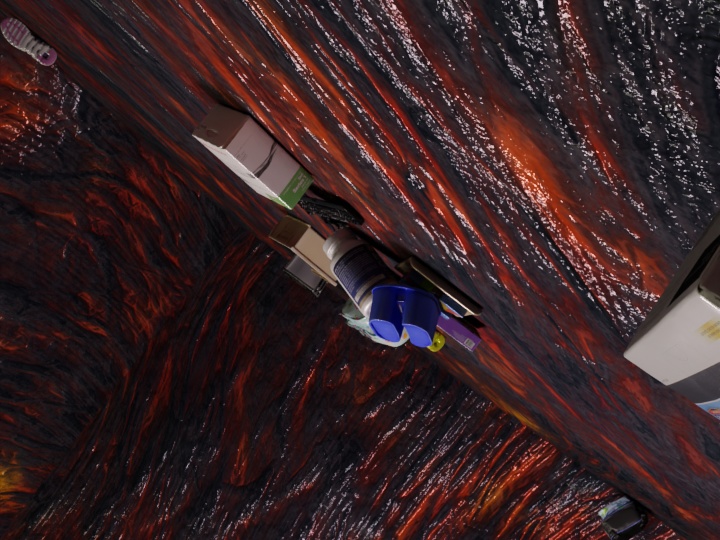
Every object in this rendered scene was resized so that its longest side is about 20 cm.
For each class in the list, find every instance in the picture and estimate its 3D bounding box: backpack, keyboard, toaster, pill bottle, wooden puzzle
[{"bbox_3d":[1.107,1.040,3.077,0.200,0.183,0.147,39,-162,-50],"label":"backpack"},{"bbox_3d":[-0.071,-0.115,1.547,0.104,0.040,0.200,33,172,-41],"label":"keyboard"},{"bbox_3d":[-0.240,0.013,3.213,0.200,0.119,0.181,35,173,10],"label":"toaster"},{"bbox_3d":[0.061,0.100,1.914,0.153,0.176,0.200,37,171,-40],"label":"backpack"},{"bbox_3d":[0.000,0.000,1.679,0.200,0.111,0.111,53,-179,24],"label":"pill bottle"},{"bbox_3d":[0.156,0.048,1.574,0.185,0.046,0.200,37,174,-3],"label":"wooden puzzle"}]

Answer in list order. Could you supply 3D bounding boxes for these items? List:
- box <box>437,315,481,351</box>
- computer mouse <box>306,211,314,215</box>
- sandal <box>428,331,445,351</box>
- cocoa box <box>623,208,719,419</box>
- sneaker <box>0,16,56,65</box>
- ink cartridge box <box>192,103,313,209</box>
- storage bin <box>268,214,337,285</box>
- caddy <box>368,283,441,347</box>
[{"bbox_3d":[0.190,0.105,1.723,0.200,0.039,0.137,37,-174,0],"label":"box"},{"bbox_3d":[-0.149,-0.172,1.646,0.140,0.046,0.200,38,174,3],"label":"computer mouse"},{"bbox_3d":[0.184,0.190,2.362,0.200,0.080,0.087,43,175,-36],"label":"sandal"},{"bbox_3d":[0.250,0.018,0.400,0.131,0.134,0.200,34,173,17],"label":"cocoa box"},{"bbox_3d":[-1.152,-0.793,2.539,0.200,0.081,0.088,40,-179,-34],"label":"sneaker"},{"bbox_3d":[-0.209,-0.222,1.426,0.146,0.084,0.200,30,170,48],"label":"ink cartridge box"},{"bbox_3d":[-0.160,-0.067,2.274,0.200,0.094,0.198,40,173,-31],"label":"storage bin"},{"bbox_3d":[0.095,0.086,1.553,0.141,0.105,0.200,8,160,16],"label":"caddy"}]
